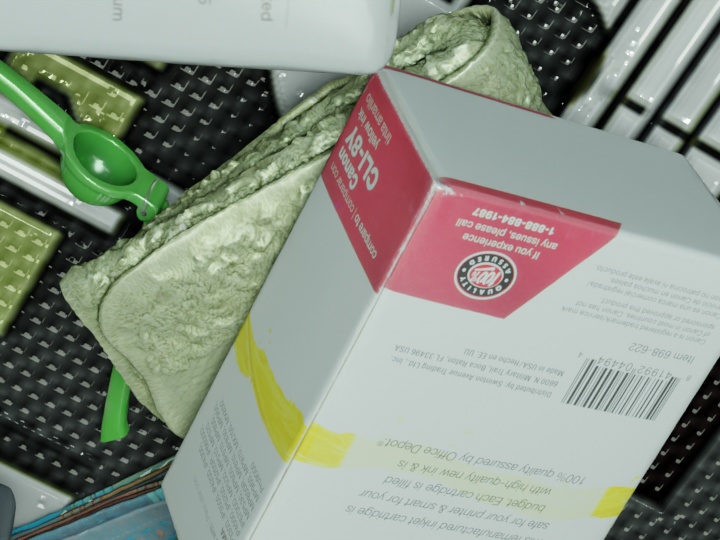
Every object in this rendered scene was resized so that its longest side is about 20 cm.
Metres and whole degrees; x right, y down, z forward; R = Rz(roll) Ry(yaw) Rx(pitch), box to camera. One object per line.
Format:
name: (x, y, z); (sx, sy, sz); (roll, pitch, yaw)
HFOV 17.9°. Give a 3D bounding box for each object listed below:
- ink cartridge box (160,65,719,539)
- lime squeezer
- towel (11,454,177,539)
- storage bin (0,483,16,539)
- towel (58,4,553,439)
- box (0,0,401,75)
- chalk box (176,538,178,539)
ink cartridge box: (0.033, 0.043, 0.847); (0.144, 0.084, 0.201); (13, 119, -29)
lime squeezer: (-0.106, -0.024, 0.895); (0.070, 0.038, 0.201); (-3, 122, 34)
towel: (-0.083, 0.182, 0.997); (0.146, 0.022, 0.201); (-24, 115, 9)
storage bin: (-0.218, 0.161, 0.908); (0.133, 0.146, 0.201); (11, 115, -6)
towel: (0.000, 0.000, 0.881); (0.199, 0.037, 0.149); (-34, 128, 6)
box: (-0.069, -0.189, 0.718); (0.170, 0.199, 0.201); (4, 116, -5)
chalk box: (0.012, 0.193, 0.936); (0.199, 0.124, 0.124); (15, 107, -22)
